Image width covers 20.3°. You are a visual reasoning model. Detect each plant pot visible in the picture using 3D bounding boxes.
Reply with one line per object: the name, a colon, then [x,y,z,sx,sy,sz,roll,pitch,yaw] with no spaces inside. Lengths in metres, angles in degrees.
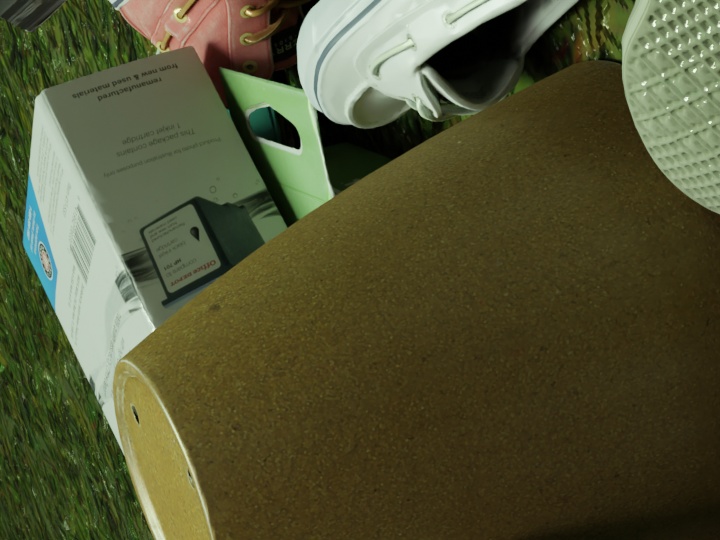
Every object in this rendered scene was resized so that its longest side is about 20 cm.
plant pot: [0.021,0.043,0.710,0.187,0.199,0.187,54,155,40]

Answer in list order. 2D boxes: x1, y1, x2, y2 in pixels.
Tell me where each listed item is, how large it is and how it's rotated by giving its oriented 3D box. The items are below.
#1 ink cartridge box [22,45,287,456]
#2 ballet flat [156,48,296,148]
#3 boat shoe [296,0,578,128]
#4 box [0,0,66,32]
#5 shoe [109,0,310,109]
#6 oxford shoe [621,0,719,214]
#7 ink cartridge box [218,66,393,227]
ink cartridge box: [-0.081,0.022,0.940,0.200,0.086,0.147,60,157,19]
ballet flat: [-0.053,-0.036,1.040,0.071,0.069,0.201,47,-161,-76]
boat shoe: [0.028,-0.087,0.754,0.067,0.073,0.200,67,159,13]
box: [-0.160,-0.243,0.997,0.050,0.158,0.200,25,-151,-55]
shoe: [-0.047,-0.139,0.927,0.091,0.071,0.200,51,150,-10]
oxford shoe: [0.113,-0.086,0.574,0.075,0.058,0.200,20,148,26]
ink cartridge box: [0.000,0.000,0.925,0.104,0.059,0.201,26,132,62]
